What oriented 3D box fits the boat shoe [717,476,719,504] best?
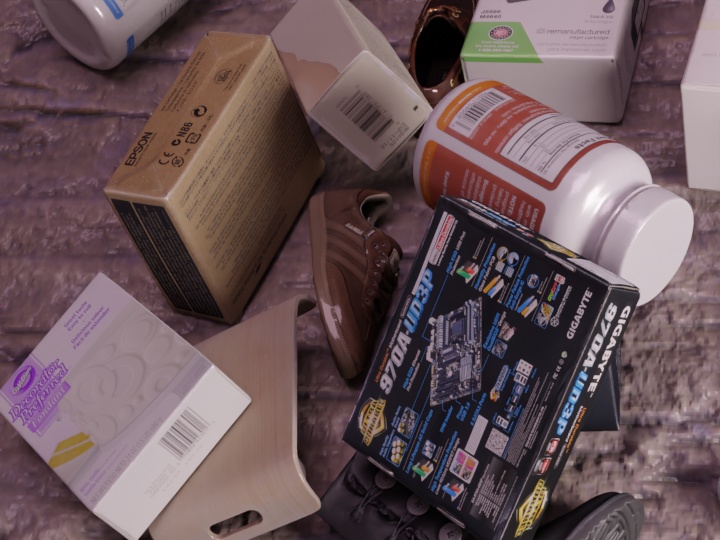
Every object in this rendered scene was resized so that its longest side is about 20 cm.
[{"bbox_3d":[0.338,0.170,1.032,0.199,0.067,0.070,26,62,33],"label":"boat shoe"}]

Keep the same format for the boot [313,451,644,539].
[{"bbox_3d":[0.085,0.179,1.111,0.165,0.066,0.199,-39,46,-19],"label":"boot"}]

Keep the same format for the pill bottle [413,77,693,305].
[{"bbox_3d":[0.142,-0.056,1.115,0.112,0.113,0.199,-42,52,-19],"label":"pill bottle"}]

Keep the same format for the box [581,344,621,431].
[{"bbox_3d":[0.132,0.021,1.198,0.146,0.105,0.201,-2,50,15],"label":"box"}]

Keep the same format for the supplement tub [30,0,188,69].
[{"bbox_3d":[-0.240,-0.320,1.589,0.131,0.133,0.200,26,61,33],"label":"supplement tub"}]

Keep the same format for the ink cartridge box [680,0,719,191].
[{"bbox_3d":[0.348,-0.159,1.269,0.124,0.129,0.201,8,52,23],"label":"ink cartridge box"}]

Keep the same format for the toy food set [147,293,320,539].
[{"bbox_3d":[-0.094,0.125,1.207,0.143,0.060,0.201,-25,43,23],"label":"toy food set"}]

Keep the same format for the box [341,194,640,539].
[{"bbox_3d":[0.087,0.069,1.053,0.158,0.046,0.202,30,104,38],"label":"box"}]

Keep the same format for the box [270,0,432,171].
[{"bbox_3d":[-0.012,-0.184,1.381,0.078,0.095,0.200,-46,28,12],"label":"box"}]

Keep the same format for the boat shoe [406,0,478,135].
[{"bbox_3d":[0.083,-0.216,1.442,0.070,0.071,0.201,-5,48,14],"label":"boat shoe"}]

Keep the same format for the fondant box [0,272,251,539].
[{"bbox_3d":[-0.197,0.105,1.215,0.145,0.058,0.200,-50,41,-7],"label":"fondant box"}]

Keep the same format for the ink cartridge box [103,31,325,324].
[{"bbox_3d":[-0.123,-0.083,1.325,0.074,0.165,0.201,9,53,27],"label":"ink cartridge box"}]

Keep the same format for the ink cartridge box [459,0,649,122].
[{"bbox_3d":[0.189,-0.240,1.418,0.144,0.084,0.201,3,52,20],"label":"ink cartridge box"}]

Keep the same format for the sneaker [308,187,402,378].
[{"bbox_3d":[0.000,0.000,1.280,0.075,0.071,0.201,-13,48,5],"label":"sneaker"}]
